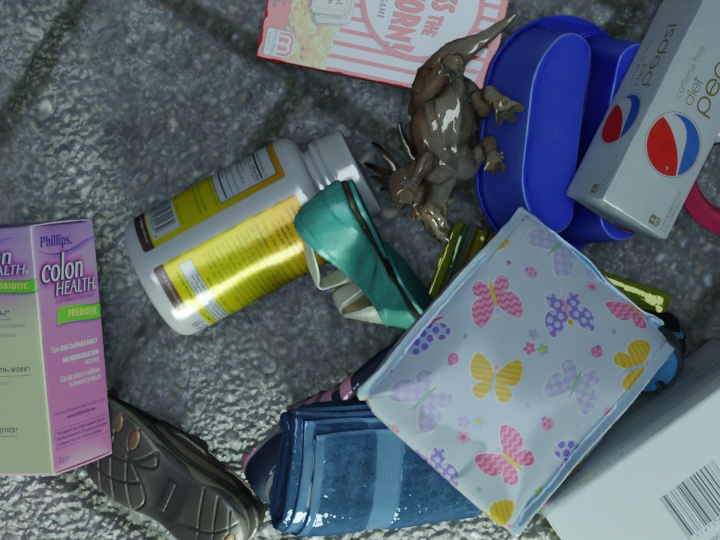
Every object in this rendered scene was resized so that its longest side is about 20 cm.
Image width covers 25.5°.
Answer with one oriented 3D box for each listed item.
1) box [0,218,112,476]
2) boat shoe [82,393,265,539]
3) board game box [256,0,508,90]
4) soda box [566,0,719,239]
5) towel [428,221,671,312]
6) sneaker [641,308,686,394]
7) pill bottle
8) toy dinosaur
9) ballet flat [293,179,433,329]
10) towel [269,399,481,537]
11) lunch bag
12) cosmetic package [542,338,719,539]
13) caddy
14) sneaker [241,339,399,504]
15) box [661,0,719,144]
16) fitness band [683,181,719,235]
[{"bbox_3d":[-0.312,0.063,1.318,0.175,0.097,0.201,-4,94,21],"label":"box"},{"bbox_3d":[-0.165,0.172,1.357,0.200,0.073,0.075,38,108,20],"label":"boat shoe"},{"bbox_3d":[0.025,-0.232,1.337,0.199,0.046,0.152,11,94,1],"label":"board game box"},{"bbox_3d":[0.242,-0.129,1.246,0.068,0.064,0.201,29,84,-21],"label":"soda box"},{"bbox_3d":[0.159,0.029,1.362,0.199,0.018,0.086,18,95,1],"label":"towel"},{"bbox_3d":[0.172,0.062,1.325,0.199,0.082,0.074,6,112,19],"label":"sneaker"},{"bbox_3d":[-0.087,-0.036,1.321,0.199,0.109,0.110,-28,92,4],"label":"pill bottle"},{"bbox_3d":[0.063,-0.119,1.290,0.085,0.136,0.201,11,99,-17],"label":"toy dinosaur"},{"bbox_3d":[0.000,0.000,1.284,0.070,0.200,0.068,-26,50,9],"label":"ballet flat"},{"bbox_3d":[0.023,0.161,1.309,0.199,0.048,0.112,-1,104,-31],"label":"towel"},{"bbox_3d":[0.121,0.076,1.233,0.169,0.127,0.200,41,88,3],"label":"lunch bag"},{"bbox_3d":[0.253,0.165,1.275,0.199,0.200,0.123,-36,89,3],"label":"cosmetic package"},{"bbox_3d":[0.171,-0.110,1.313,0.141,0.105,0.201,5,94,-22],"label":"caddy"},{"bbox_3d":[-0.020,0.116,1.351,0.200,0.082,0.070,-40,127,-16],"label":"sneaker"},{"bbox_3d":[0.325,-0.212,1.330,0.136,0.040,0.201,-11,93,4],"label":"box"},{"bbox_3d":[0.352,-0.103,1.306,0.199,0.037,0.144,-17,119,6],"label":"fitness band"}]
